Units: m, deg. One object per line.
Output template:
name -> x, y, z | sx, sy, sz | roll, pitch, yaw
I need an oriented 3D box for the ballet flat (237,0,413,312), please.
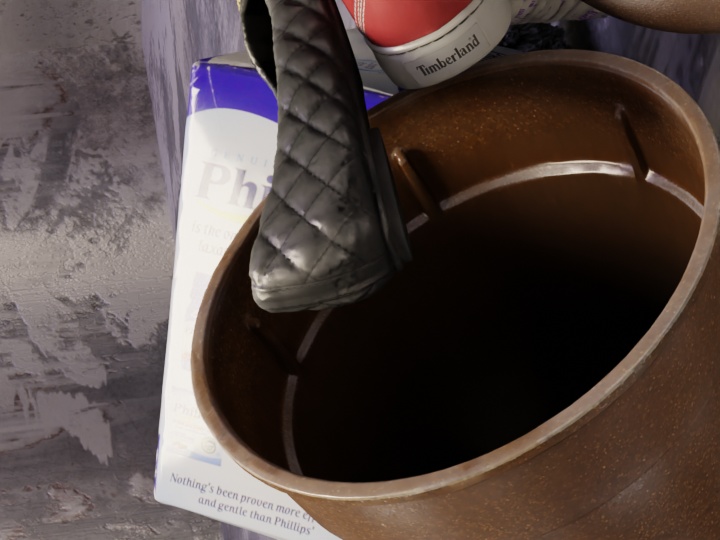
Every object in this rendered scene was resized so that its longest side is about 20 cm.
ballet flat -> -0.027, -0.063, 0.674 | 0.201, 0.056, 0.067 | -106, 0, -50

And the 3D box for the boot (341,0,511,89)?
boot -> -0.012, -0.173, 0.693 | 0.145, 0.072, 0.200 | 55, -170, -33

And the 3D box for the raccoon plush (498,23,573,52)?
raccoon plush -> 0.068, -0.089, 1.002 | 0.201, 0.096, 0.135 | 98, 171, -51

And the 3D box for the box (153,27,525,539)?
box -> 0.000, 0.000, 0.848 | 0.184, 0.104, 0.202 | -26, -53, -64

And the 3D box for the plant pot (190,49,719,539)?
plant pot -> 0.072, 0.059, 0.690 | 0.199, 0.199, 0.201 | 55, -171, -37

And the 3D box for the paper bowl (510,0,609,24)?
paper bowl -> 0.087, -0.207, 0.783 | 0.201, 0.103, 0.202 | 175, 90, -80

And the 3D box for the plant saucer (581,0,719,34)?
plant saucer -> 0.098, -0.176, 0.628 | 0.199, 0.032, 0.202 | 20, 121, 36
